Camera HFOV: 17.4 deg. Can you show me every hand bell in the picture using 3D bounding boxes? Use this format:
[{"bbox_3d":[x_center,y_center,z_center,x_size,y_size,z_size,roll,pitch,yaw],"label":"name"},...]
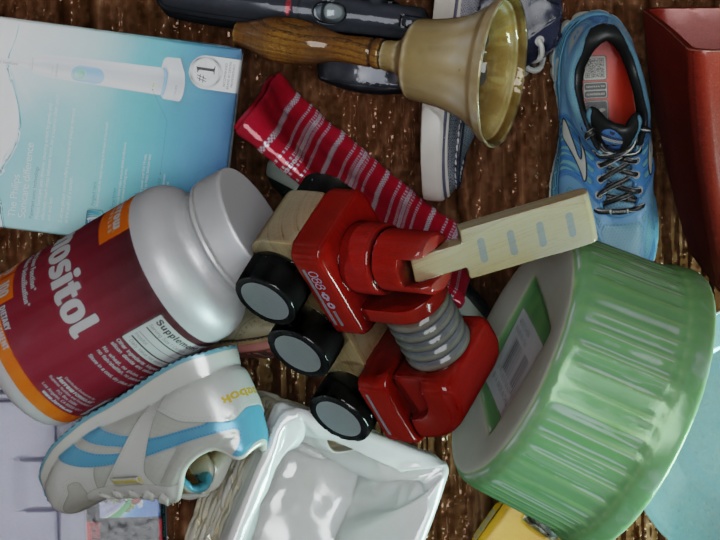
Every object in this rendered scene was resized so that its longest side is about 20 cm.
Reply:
[{"bbox_3d":[0.005,-0.149,1.619,0.199,0.104,0.105,9,93,20],"label":"hand bell"}]

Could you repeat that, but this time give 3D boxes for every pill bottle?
[{"bbox_3d":[-0.151,0.014,1.582,0.199,0.113,0.113,-29,94,19],"label":"pill bottle"}]

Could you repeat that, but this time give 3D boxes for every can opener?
[{"bbox_3d":[-0.047,-0.180,1.673,0.199,0.063,0.079,12,78,-2],"label":"can opener"}]

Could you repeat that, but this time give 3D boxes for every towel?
[{"bbox_3d":[0.001,-0.057,1.642,0.200,0.145,0.023,39,107,-4],"label":"towel"}]

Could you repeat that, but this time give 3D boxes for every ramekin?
[{"bbox_3d":[0.141,0.073,1.551,0.097,0.200,0.201,23,92,-14],"label":"ramekin"}]

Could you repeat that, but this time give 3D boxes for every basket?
[{"bbox_3d":[-0.045,0.193,1.651,0.135,0.123,0.201,21,93,-19],"label":"basket"}]

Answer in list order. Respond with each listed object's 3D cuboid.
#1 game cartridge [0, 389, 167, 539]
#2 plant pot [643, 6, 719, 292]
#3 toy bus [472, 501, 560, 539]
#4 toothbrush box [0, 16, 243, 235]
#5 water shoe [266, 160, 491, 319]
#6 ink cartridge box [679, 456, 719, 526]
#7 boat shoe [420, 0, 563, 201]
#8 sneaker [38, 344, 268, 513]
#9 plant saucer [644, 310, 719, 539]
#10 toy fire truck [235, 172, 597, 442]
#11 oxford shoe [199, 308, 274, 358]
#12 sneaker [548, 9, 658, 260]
[{"bbox_3d":[-0.205,0.152,1.700,0.129,0.038,0.201,-1,93,2],"label":"game cartridge"},{"bbox_3d":[0.306,-0.083,1.637,0.199,0.200,0.177,0,104,-2],"label":"plant pot"},{"bbox_3d":[0.169,0.237,1.695,0.200,0.078,0.065,36,92,-3],"label":"toy bus"},{"bbox_3d":[-0.188,-0.097,1.661,0.199,0.085,0.147,6,94,-3],"label":"toothbrush box"},{"bbox_3d":[0.000,0.000,1.681,0.200,0.072,0.079,39,97,-1],"label":"water shoe"},{"bbox_3d":[0.211,0.095,1.696,0.199,0.067,0.117,29,91,-5],"label":"ink cartridge box"},{"bbox_3d":[0.095,-0.146,1.674,0.092,0.075,0.201,6,92,5],"label":"boat shoe"},{"bbox_3d":[-0.145,0.127,1.607,0.200,0.076,0.081,-35,76,36],"label":"sneaker"},{"bbox_3d":[0.279,0.110,1.636,0.200,0.039,0.202,-2,107,-5],"label":"plant saucer"},{"bbox_3d":[0.051,0.019,1.508,0.129,0.199,0.176,-57,134,-32],"label":"toy fire truck"},{"bbox_3d":[-0.077,0.026,1.649,0.199,0.070,0.075,-12,81,5],"label":"oxford shoe"},{"bbox_3d":[0.172,-0.085,1.674,0.078,0.090,0.201,-9,94,-2],"label":"sneaker"}]
